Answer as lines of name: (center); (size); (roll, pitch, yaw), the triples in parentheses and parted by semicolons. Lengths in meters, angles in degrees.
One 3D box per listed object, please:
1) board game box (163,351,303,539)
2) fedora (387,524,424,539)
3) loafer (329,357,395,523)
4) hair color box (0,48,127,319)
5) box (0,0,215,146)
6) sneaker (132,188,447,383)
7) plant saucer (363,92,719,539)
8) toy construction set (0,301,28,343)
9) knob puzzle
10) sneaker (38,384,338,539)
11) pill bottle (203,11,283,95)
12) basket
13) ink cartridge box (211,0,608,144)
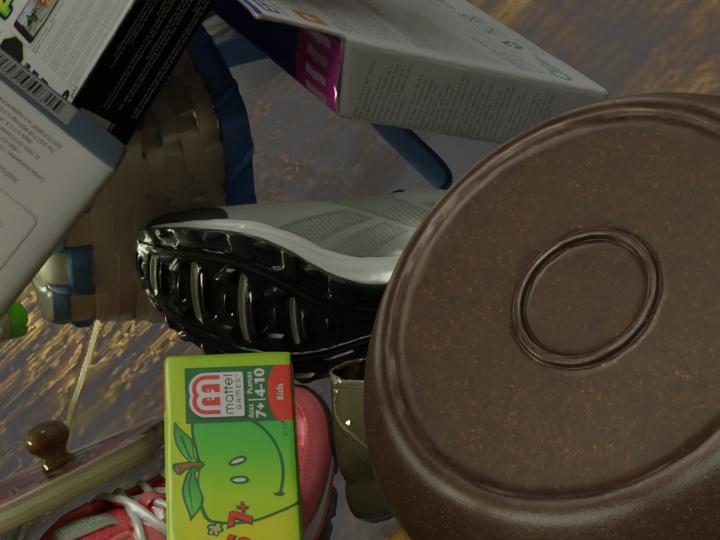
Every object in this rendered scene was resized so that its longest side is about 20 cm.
board game box: (-0.043, 0.142, 0.630); (0.047, 0.102, 0.201); (-2, 60, -5)
fedora: (0.081, 0.152, 0.594); (0.199, 0.082, 0.202); (-16, 47, 18)
loafer: (0.059, 0.034, 0.682); (0.199, 0.068, 0.076); (-31, 1, 29)
hair color box: (-0.190, 0.004, 0.688); (0.200, 0.099, 0.061); (-50, 10, 7)
box: (-0.092, -0.144, 0.749); (0.201, 0.035, 0.110); (-57, 42, 8)
sneaker: (0.000, 0.000, 0.778); (0.198, 0.074, 0.080); (4, 36, 5)
plant saucer: (0.082, 0.015, 0.609); (0.199, 0.034, 0.201); (-18, 51, 23)
toy construction set: (-0.236, -0.012, 0.862); (0.092, 0.200, 0.131); (-32, -11, -47)
knob puzzle: (-0.178, 0.100, 0.756); (0.218, 0.031, 0.220); (-23, 2, 1)
sneaker: (-0.084, 0.118, 0.729); (0.074, 0.087, 0.200); (23, 66, 43)
pill bottle: (-0.109, -0.190, 0.946); (0.113, 0.200, 0.114); (-18, 44, 18)
basket: (-0.075, -0.058, 0.862); (0.199, 0.140, 0.176); (-11, 35, -25)
ink cartridge box: (-0.016, -0.119, 0.838); (0.196, 0.199, 0.044); (43, 119, 48)
